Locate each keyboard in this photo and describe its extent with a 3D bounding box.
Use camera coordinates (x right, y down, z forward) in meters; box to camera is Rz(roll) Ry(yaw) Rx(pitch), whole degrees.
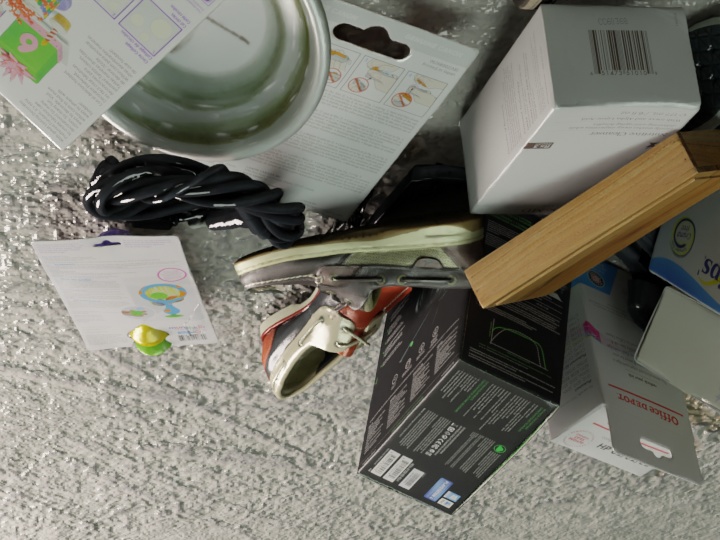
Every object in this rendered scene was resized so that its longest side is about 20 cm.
[{"bbox_3d":[0.023,-0.043,1.499,0.103,0.040,0.200,3,152,-25],"label":"keyboard"}]

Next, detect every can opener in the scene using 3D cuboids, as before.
[{"bbox_3d":[0.230,-0.020,1.542,0.063,0.079,0.200,-18,134,27],"label":"can opener"}]

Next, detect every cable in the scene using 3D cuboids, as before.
[{"bbox_3d":[-0.118,-0.045,1.351,0.161,0.051,0.200,14,174,-8],"label":"cable"}]

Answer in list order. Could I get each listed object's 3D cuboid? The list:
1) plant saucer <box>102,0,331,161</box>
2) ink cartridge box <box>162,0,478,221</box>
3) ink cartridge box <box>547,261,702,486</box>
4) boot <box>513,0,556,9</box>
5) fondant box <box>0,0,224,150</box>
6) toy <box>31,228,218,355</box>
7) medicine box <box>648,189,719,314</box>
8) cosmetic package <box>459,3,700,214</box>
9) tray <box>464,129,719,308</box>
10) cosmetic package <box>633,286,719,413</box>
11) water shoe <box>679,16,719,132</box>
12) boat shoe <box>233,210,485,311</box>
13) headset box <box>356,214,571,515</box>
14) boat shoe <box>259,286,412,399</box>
[{"bbox_3d":[-0.110,-0.169,1.253,0.198,0.050,0.202,10,128,12],"label":"plant saucer"},{"bbox_3d":[-0.034,-0.130,1.363,0.161,0.050,0.200,15,133,-27],"label":"ink cartridge box"},{"bbox_3d":[0.210,0.094,1.571,0.114,0.202,0.068,23,135,-34],"label":"ink cartridge box"},{"bbox_3d":[0.200,-0.236,1.240,0.149,0.074,0.201,12,134,-24],"label":"boot"},{"bbox_3d":[-0.177,-0.189,1.191,0.144,0.058,0.200,43,126,-14],"label":"fondant box"},{"bbox_3d":[-0.184,0.005,1.507,0.114,0.048,0.201,-3,151,4],"label":"toy"},{"bbox_3d":[0.362,0.000,1.472,0.198,0.182,0.104,13,102,-25],"label":"medicine box"},{"bbox_3d":[0.151,-0.111,1.341,0.112,0.082,0.200,-1,160,-13],"label":"cosmetic package"},{"bbox_3d":[0.180,-0.036,1.369,0.199,0.037,0.098,-33,166,32],"label":"tray"},{"bbox_3d":[0.329,0.064,1.567,0.199,0.105,0.072,0,117,-52],"label":"cosmetic package"},{"bbox_3d":[0.247,-0.121,1.421,0.078,0.072,0.200,-14,153,-42],"label":"water shoe"},{"bbox_3d":[0.000,0.000,1.432,0.198,0.066,0.073,-9,-175,17],"label":"boat shoe"},{"bbox_3d":[0.087,0.062,1.517,0.092,0.201,0.174,25,134,-14],"label":"headset box"},{"bbox_3d":[-0.018,0.045,1.553,0.071,0.063,0.200,11,150,-35],"label":"boat shoe"}]
